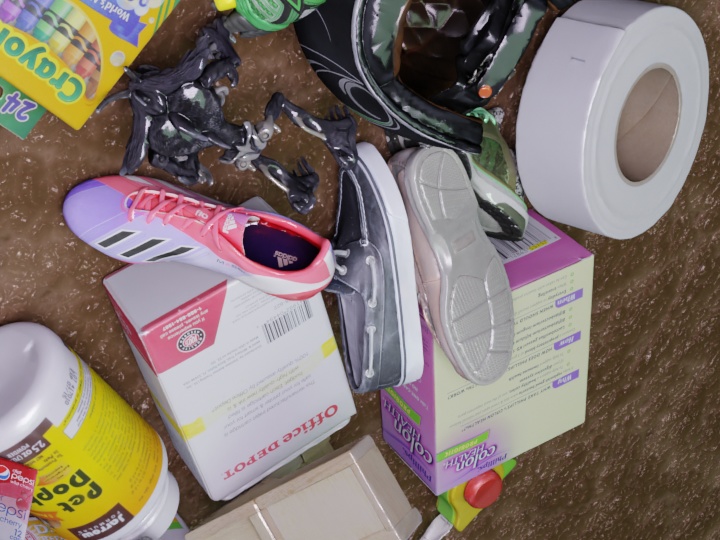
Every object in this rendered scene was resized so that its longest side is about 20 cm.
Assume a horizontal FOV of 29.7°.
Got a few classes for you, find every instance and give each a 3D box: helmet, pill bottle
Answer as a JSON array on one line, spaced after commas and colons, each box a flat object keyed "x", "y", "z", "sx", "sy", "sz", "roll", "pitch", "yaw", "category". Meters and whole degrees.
[{"x": 0.047, "y": -0.186, "z": 0.953, "sx": 0.198, "sy": 0.191, "sz": 0.201, "roll": -5, "pitch": 113, "yaw": -11, "category": "helmet"}, {"x": -0.219, "y": 0.134, "z": 1.020, "sx": 0.109, "sy": 0.109, "sz": 0.200, "roll": -42, "pitch": 135, "yaw": -6, "category": "pill bottle"}]

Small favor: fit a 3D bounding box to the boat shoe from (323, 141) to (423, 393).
[{"x": 0.000, "y": 0.000, "z": 1.094, "sx": 0.067, "sy": 0.072, "sz": 0.202, "roll": -13, "pitch": 103, "yaw": -23, "category": "boat shoe"}]

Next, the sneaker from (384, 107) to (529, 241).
[{"x": 0.086, "y": -0.110, "z": 1.137, "sx": 0.200, "sy": 0.076, "sz": 0.089, "roll": 49, "pitch": 54, "yaw": -44, "category": "sneaker"}]

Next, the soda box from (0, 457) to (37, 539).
[{"x": -0.303, "y": 0.202, "z": 0.960, "sx": 0.063, "sy": 0.070, "sz": 0.200, "roll": 25, "pitch": 134, "yaw": -27, "category": "soda box"}]

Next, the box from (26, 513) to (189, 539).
[{"x": -0.231, "y": 0.273, "z": 1.110, "sx": 0.199, "sy": 0.101, "sz": 0.113, "roll": 3, "pitch": 117, "yaw": -39, "category": "box"}]

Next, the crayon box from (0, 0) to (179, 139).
[{"x": -0.192, "y": -0.182, "z": 0.869, "sx": 0.200, "sy": 0.052, "sz": 0.126, "roll": -51, "pitch": 135, "yaw": 3, "category": "crayon box"}]

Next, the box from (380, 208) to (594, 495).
[{"x": 0.113, "y": 0.073, "z": 1.243, "sx": 0.175, "sy": 0.097, "sz": 0.201, "roll": -23, "pitch": 129, "yaw": -24, "category": "box"}]

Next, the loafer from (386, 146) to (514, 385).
[{"x": 0.071, "y": -0.006, "z": 1.101, "sx": 0.072, "sy": 0.063, "sz": 0.201, "roll": -23, "pitch": 104, "yaw": -29, "category": "loafer"}]

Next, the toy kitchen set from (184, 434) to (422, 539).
[{"x": 0.003, "y": 0.217, "z": 1.112, "sx": 0.180, "sy": 0.164, "sz": 0.200, "roll": -30, "pitch": -179, "yaw": 28, "category": "toy kitchen set"}]

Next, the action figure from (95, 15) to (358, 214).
[{"x": -0.102, "y": -0.108, "z": 0.954, "sx": 0.199, "sy": 0.102, "sz": 0.119, "roll": 21, "pitch": 110, "yaw": -39, "category": "action figure"}]

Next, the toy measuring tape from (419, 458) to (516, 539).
[{"x": 0.080, "y": 0.229, "z": 1.344, "sx": 0.200, "sy": 0.074, "sz": 0.074, "roll": -47, "pitch": 136, "yaw": -2, "category": "toy measuring tape"}]

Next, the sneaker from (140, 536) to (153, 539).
[{"x": -0.212, "y": 0.278, "z": 1.013, "sx": 0.200, "sy": 0.075, "sz": 0.116, "roll": -49, "pitch": 131, "yaw": -15, "category": "sneaker"}]

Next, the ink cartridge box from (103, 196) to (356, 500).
[{"x": -0.100, "y": 0.066, "z": 1.083, "sx": 0.145, "sy": 0.083, "sz": 0.201, "roll": -30, "pitch": 133, "yaw": -17, "category": "ink cartridge box"}]

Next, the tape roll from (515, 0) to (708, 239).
[{"x": 0.219, "y": -0.132, "z": 1.165, "sx": 0.202, "sy": 0.071, "sz": 0.204, "roll": -23, "pitch": 123, "yaw": -42, "category": "tape roll"}]

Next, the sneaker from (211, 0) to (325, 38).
[{"x": -0.060, "y": -0.255, "z": 0.858, "sx": 0.078, "sy": 0.085, "sz": 0.201, "roll": -26, "pitch": 104, "yaw": -53, "category": "sneaker"}]

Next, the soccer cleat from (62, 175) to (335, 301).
[{"x": -0.113, "y": -0.030, "z": 0.960, "sx": 0.077, "sy": 0.199, "sz": 0.067, "roll": 117, "pitch": -10, "yaw": -69, "category": "soccer cleat"}]
